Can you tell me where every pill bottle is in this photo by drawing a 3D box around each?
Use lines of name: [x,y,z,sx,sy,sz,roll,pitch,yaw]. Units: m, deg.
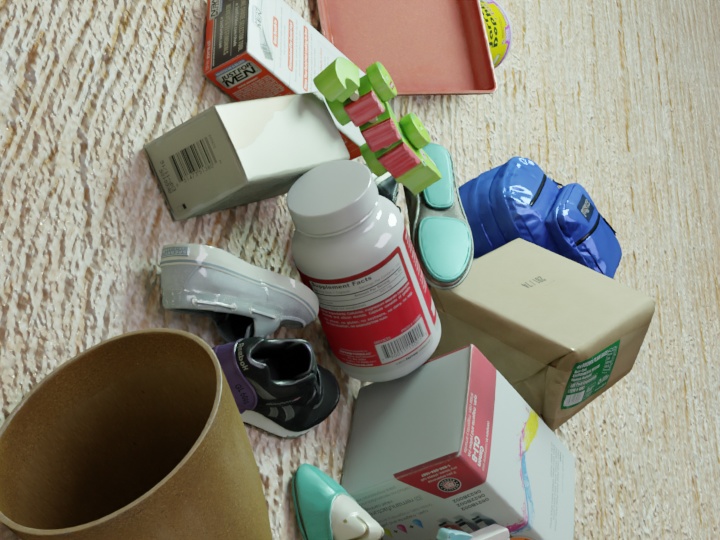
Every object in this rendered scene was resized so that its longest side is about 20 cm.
pill bottle: [0.112,-0.286,1.951,0.105,0.104,0.200,64,29,-2]
pill bottle: [0.000,0.000,1.494,0.113,0.111,0.201,-75,151,-49]

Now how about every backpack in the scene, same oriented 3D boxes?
backpack: [0.204,-0.036,1.861,0.201,0.167,0.163,54,25,-12]

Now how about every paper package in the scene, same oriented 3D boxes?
paper package: [0.187,0.063,1.675,0.200,0.190,0.104,-24,131,-51]

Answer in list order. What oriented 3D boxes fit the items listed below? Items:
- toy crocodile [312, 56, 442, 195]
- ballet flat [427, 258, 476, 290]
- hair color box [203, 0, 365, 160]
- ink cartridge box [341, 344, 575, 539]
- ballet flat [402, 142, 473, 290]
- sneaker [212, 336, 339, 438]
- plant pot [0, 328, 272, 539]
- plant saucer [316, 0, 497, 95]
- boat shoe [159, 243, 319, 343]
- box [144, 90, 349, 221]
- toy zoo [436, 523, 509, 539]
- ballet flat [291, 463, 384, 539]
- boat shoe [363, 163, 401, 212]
toy crocodile: [0.020,-0.143,1.567,0.200,0.067,0.062,51,17,-41]
ballet flat: [0.077,0.022,1.708,0.200,0.072,0.072,-10,77,-59]
hair color box: [-0.074,-0.203,1.625,0.200,0.064,0.112,38,40,-42]
ink cartridge box: [0.101,0.204,1.527,0.200,0.145,0.145,46,35,-30]
ballet flat: [0.081,-0.047,1.665,0.067,0.064,0.201,5,52,-11]
sneaker: [-0.062,0.100,1.393,0.200,0.087,0.076,12,59,-56]
plant pot: [-0.141,0.177,1.140,0.187,0.185,0.201,-79,148,-47]
plant saucer: [0.045,-0.281,1.812,0.198,0.037,0.201,-2,65,-15]
boat shoe: [-0.111,0.033,1.400,0.200,0.070,0.072,25,68,-52]
box: [-0.103,-0.111,1.479,0.200,0.095,0.078,-20,85,-62]
toy zoo: [0.097,0.325,1.436,0.131,0.020,0.201,-28,114,-30]
ballet flat: [-0.004,0.261,1.389,0.067,0.070,0.201,10,60,-54]
boat shoe: [0.003,-0.071,1.643,0.200,0.074,0.063,-57,131,-64]
